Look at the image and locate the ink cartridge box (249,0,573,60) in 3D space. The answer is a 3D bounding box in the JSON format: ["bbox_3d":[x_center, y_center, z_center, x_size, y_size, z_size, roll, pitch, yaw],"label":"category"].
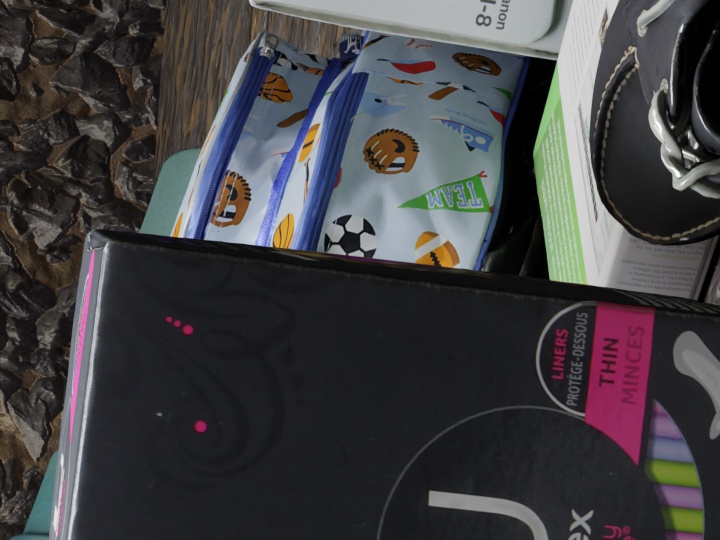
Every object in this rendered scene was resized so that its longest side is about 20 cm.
[{"bbox_3d":[0.032,-0.180,1.099,0.200,0.144,0.146,-107,27,-69],"label":"ink cartridge box"}]

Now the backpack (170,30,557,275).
[{"bbox_3d":[0.000,0.000,1.111,0.191,0.153,0.201,-92,12,-69],"label":"backpack"}]

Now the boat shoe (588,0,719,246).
[{"bbox_3d":[0.093,-0.054,0.759,0.063,0.073,0.200,-46,-7,-28],"label":"boat shoe"}]

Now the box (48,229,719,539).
[{"bbox_3d":[0.016,0.060,0.812,0.106,0.199,0.123,-158,75,-82],"label":"box"}]

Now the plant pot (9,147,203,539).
[{"bbox_3d":[-0.042,0.058,1.318,0.200,0.199,0.197,133,151,-77],"label":"plant pot"}]

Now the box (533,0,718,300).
[{"bbox_3d":[0.098,-0.070,0.940,0.145,0.036,0.201,-93,14,-50],"label":"box"}]
